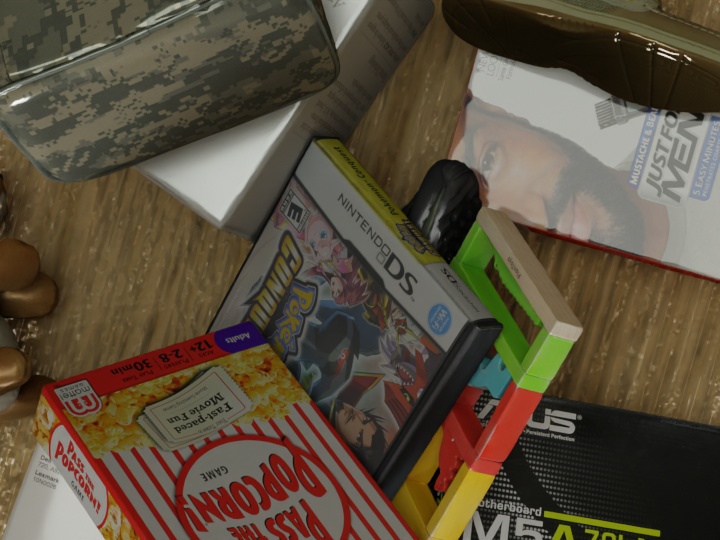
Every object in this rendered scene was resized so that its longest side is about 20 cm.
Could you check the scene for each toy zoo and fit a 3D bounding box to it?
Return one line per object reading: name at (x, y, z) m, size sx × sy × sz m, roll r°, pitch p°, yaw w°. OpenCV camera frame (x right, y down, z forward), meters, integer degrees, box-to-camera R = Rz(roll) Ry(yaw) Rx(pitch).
toy zoo at (0.057, 0.077, 1.126) m, size 0.020 × 0.131 × 0.200 m, roll 16°, pitch 115°, yaw -27°

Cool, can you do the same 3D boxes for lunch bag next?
lunch bag at (-0.123, -0.167, 1.046) m, size 0.200 × 0.139 × 0.168 m, roll -22°, pitch 67°, yaw 5°

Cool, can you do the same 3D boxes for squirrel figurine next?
squirrel figurine at (-0.305, 0.014, 1.237) m, size 0.200 × 0.142 × 0.187 m, roll -15°, pitch 79°, yaw 5°

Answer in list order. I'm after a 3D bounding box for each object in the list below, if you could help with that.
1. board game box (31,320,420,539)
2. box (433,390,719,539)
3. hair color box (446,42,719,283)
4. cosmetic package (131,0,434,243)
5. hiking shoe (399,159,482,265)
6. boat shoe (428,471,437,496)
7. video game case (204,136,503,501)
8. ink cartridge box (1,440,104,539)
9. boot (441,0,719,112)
board game box at (-0.077, 0.131, 1.090) m, size 0.200 × 0.151 × 0.046 m, roll 50°, pitch 139°, yaw 27°
box at (0.141, 0.180, 1.153) m, size 0.200 × 0.048 × 0.193 m, roll 11°, pitch 75°, yaw -9°
hair color box at (0.161, -0.068, 1.203) m, size 0.200 × 0.064 × 0.111 m, roll 15°, pitch 91°, yaw 11°
cosmetic package at (-0.081, -0.145, 1.191) m, size 0.165 × 0.165 × 0.200 m, roll 36°, pitch 93°, yaw 10°
hiking shoe at (0.000, 0.000, 1.194) m, size 0.101 × 0.076 × 0.200 m, roll 38°, pitch 118°, yaw 14°
boat shoe at (0.014, 0.175, 1.212) m, size 0.199 × 0.068 × 0.074 m, roll -35°, pitch 83°, yaw 6°
video game case at (-0.017, 0.049, 1.156) m, size 0.181 × 0.025 × 0.200 m, roll 50°, pitch 124°, yaw 32°
ink cartridge box at (-0.177, 0.190, 1.202) m, size 0.084 × 0.145 × 0.200 m, roll 21°, pitch 90°, yaw 8°
boot at (0.170, -0.190, 1.174) m, size 0.200 × 0.072 × 0.155 m, roll 20°, pitch 63°, yaw 16°
